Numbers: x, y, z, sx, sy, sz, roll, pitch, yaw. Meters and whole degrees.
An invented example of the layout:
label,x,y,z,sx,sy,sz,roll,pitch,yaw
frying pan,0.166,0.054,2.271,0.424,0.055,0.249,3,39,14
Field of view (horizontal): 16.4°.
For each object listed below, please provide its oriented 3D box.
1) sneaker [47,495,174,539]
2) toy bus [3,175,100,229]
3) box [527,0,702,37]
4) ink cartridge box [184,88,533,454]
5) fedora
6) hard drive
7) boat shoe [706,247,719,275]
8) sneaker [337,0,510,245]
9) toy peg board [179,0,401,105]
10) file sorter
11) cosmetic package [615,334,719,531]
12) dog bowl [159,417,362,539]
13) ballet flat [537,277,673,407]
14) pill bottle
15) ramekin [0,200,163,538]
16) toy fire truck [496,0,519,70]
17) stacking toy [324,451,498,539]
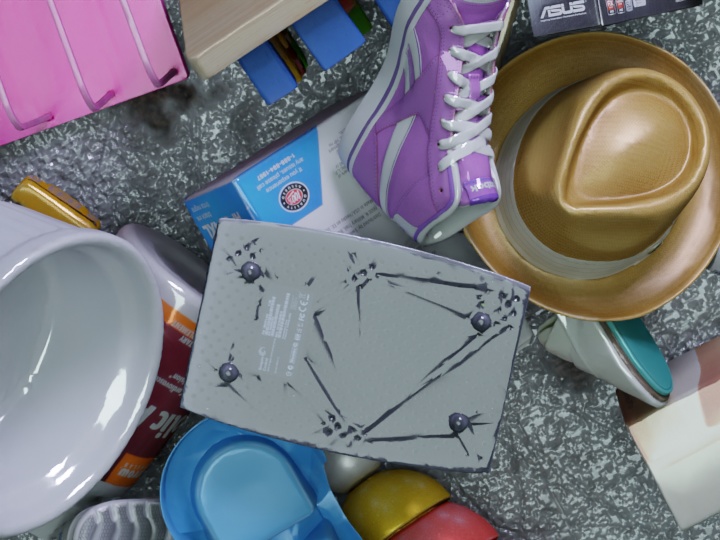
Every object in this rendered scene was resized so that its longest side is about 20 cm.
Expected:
label,x,y,z,sx,sy,sz,roll,pitch,yaw
sneaker,-0.117,0.179,1.684,0.199,0.082,0.075,10,81,-33
toy bus,-0.252,0.031,1.698,0.065,0.078,0.201,34,100,-2
box,0.152,-0.234,1.568,0.048,0.200,0.160,-7,95,26
ink cartridge box,0.000,0.000,1.647,0.146,0.084,0.201,-33,99,-31
fedora,0.159,-0.067,1.579,0.199,0.082,0.202,3,76,-13
hard drive,-0.004,0.045,1.559,0.198,0.042,0.136,12,97,-2
boat shoe,0.281,-0.089,1.659,0.065,0.072,0.201,10,101,-4
sneaker,0.066,-0.103,1.525,0.114,0.072,0.201,53,137,32
toy peg board,-0.007,-0.182,1.601,0.199,0.199,0.098,-33,113,7
file sorter,-0.235,-0.154,1.641,0.199,0.125,0.140,-19,98,6
cosmetic package,0.279,0.081,1.672,0.199,0.103,0.088,-28,99,6
dog bowl,-0.055,0.176,1.624,0.111,0.050,0.201,-29,103,-4
ballet flat,0.132,0.011,1.640,0.069,0.069,0.201,-32,88,7
pill bottle,-0.172,0.079,1.684,0.114,0.114,0.200,37,100,-4
ramekin,-0.224,0.055,1.545,0.097,0.200,0.202,26,102,33
toy fire truck,0.124,-0.114,1.671,0.140,0.049,0.201,30,101,-2
stacking toy,0.031,0.188,1.708,0.146,0.146,0.200,-38,77,8
